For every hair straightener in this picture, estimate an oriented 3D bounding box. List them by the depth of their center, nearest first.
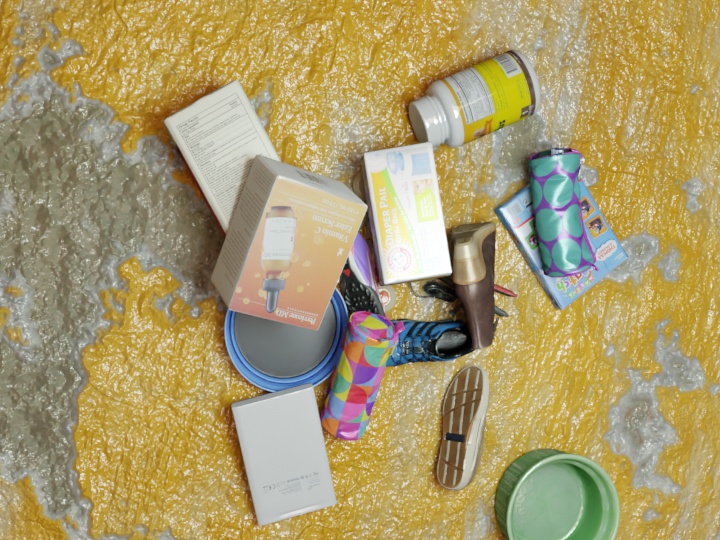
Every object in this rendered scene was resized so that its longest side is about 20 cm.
[{"bbox_3d":[0.158,0.038,1.550,0.197,0.041,0.078,22,88,-17],"label":"hair straightener"}]

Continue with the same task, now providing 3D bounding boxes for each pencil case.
[{"bbox_3d":[-0.001,0.163,1.470,0.086,0.089,0.203,14,115,-12],"label":"pencil case"},{"bbox_3d":[0.324,-0.094,1.522,0.090,0.085,0.205,-7,94,19],"label":"pencil case"}]

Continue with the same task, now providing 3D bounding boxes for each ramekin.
[{"bbox_3d":[0.319,0.394,1.572,0.195,0.098,0.205,-1,93,-12],"label":"ramekin"}]

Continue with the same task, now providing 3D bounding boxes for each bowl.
[{"bbox_3d":[-0.116,0.089,1.489,0.196,0.039,0.206,-2,98,-11],"label":"bowl"}]

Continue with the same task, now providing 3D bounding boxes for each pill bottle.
[{"bbox_3d":[0.179,-0.266,1.509,0.197,0.109,0.111,-23,97,-9],"label":"pill bottle"}]

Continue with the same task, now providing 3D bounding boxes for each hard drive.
[{"bbox_3d":[-0.119,0.289,1.492,0.129,0.025,0.205,-13,105,-9],"label":"hard drive"}]

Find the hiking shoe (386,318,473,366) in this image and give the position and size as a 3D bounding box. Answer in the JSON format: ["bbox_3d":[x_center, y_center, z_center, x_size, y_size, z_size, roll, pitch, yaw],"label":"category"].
[{"bbox_3d":[0.096,0.113,1.518,0.195,0.087,0.076,-11,94,-11],"label":"hiking shoe"}]

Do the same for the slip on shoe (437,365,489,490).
[{"bbox_3d":[0.177,0.259,1.559,0.060,0.075,0.205,18,78,-51],"label":"slip on shoe"}]

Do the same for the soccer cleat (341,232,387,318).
[{"bbox_3d":[0.000,0.000,1.492,0.073,0.067,0.203,-42,111,-41],"label":"soccer cleat"}]

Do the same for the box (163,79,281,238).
[{"bbox_3d":[-0.195,-0.163,1.435,0.126,0.109,0.203,-29,97,-9],"label":"box"}]

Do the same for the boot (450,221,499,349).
[{"bbox_3d":[0.184,0.018,1.498,0.071,0.200,0.170,-6,104,18],"label":"boot"}]

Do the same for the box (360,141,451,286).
[{"bbox_3d":[0.068,-0.083,1.468,0.110,0.101,0.205,-10,89,-3],"label":"box"}]

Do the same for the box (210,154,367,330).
[{"bbox_3d":[-0.105,-0.038,1.365,0.150,0.106,0.204,14,106,-29],"label":"box"}]

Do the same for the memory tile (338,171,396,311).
[{"bbox_3d":[0.022,-0.047,1.533,0.151,0.017,0.203,26,87,-11],"label":"memory tile"}]

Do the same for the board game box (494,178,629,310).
[{"bbox_3d":[0.337,-0.062,1.588,0.150,0.037,0.202,-35,97,-8],"label":"board game box"}]
